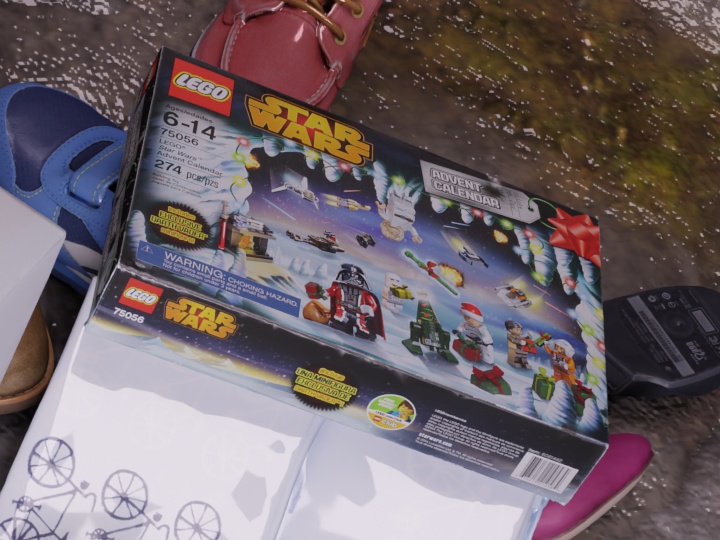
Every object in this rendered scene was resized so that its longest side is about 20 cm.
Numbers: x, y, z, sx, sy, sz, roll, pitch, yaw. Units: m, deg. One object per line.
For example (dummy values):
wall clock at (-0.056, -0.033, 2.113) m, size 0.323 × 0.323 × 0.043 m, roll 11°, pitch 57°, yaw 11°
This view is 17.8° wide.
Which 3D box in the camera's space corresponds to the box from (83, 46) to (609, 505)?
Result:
box at (0.000, 0.000, 0.896) m, size 0.199 × 0.040 × 0.137 m, roll 20°, pitch 38°, yaw -14°

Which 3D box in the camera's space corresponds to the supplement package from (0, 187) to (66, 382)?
supplement package at (-0.240, 0.017, 0.801) m, size 0.200 × 0.151 × 0.152 m, roll 34°, pitch 45°, yaw 3°

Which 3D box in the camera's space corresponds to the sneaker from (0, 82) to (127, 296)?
sneaker at (-0.081, -0.017, 0.958) m, size 0.200 × 0.082 × 0.074 m, roll 43°, pitch 49°, yaw 12°

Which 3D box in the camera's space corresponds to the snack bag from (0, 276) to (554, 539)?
snack bag at (-0.042, 0.119, 0.859) m, size 0.199 × 0.021 × 0.189 m, roll 24°, pitch 70°, yaw -5°

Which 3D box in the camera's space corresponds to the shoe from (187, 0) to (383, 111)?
shoe at (-0.025, -0.122, 1.032) m, size 0.071 × 0.091 × 0.200 m, roll 27°, pitch 32°, yaw -4°

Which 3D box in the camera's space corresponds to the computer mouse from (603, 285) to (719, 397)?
computer mouse at (0.091, 0.047, 1.033) m, size 0.199 × 0.034 × 0.059 m, roll -10°, pitch 50°, yaw -25°

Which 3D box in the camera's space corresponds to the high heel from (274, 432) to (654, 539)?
high heel at (0.031, 0.086, 0.935) m, size 0.200 × 0.067 × 0.096 m, roll -26°, pitch 79°, yaw -35°

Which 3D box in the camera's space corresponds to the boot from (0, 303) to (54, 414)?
boot at (-0.178, -0.034, 0.928) m, size 0.073 × 0.076 × 0.200 m, roll -14°, pitch 62°, yaw -37°
